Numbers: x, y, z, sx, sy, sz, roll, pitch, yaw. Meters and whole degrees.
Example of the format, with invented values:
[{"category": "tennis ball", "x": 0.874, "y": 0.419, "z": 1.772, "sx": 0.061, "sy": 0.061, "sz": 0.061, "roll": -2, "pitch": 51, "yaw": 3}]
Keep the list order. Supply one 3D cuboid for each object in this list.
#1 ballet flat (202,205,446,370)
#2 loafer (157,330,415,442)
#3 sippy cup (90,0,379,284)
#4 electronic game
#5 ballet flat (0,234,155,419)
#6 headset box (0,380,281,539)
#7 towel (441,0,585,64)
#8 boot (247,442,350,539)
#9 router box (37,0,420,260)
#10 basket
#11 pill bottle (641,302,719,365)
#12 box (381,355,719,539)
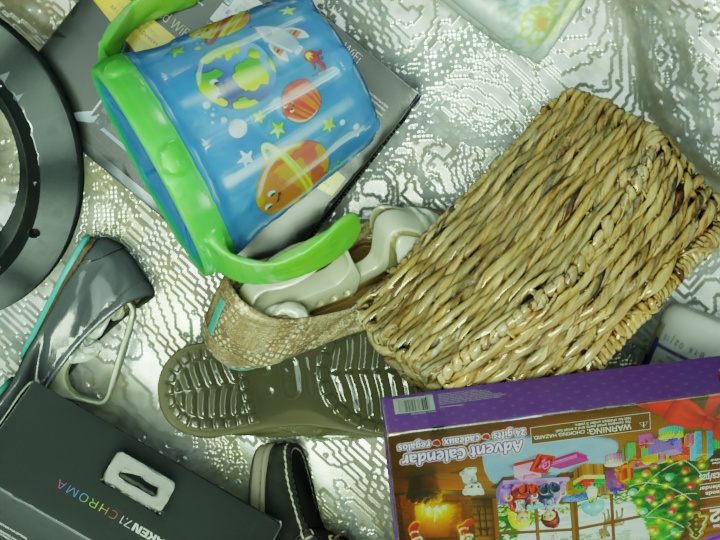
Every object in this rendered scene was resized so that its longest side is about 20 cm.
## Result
[{"category": "ballet flat", "x": 0.000, "y": 0.000, "z": 1.259, "sx": 0.199, "sy": 0.066, "sz": 0.071, "roll": -25, "pitch": 57, "yaw": -23}, {"category": "loafer", "x": -0.028, "y": 0.066, "z": 1.302, "sx": 0.198, "sy": 0.067, "sz": 0.077, "roll": 2, "pitch": 86, "yaw": -14}, {"category": "sippy cup", "x": -0.065, "y": -0.087, "z": 1.212, "sx": 0.130, "sy": 0.140, "sz": 0.179, "roll": -30, "pitch": 101, "yaw": -9}, {"category": "electronic game", "x": -0.259, "y": -0.067, "z": 1.291, "sx": 0.198, "sy": 0.042, "sz": 0.202, "roll": 5, "pitch": 107, "yaw": 17}, {"category": "ballet flat", "x": -0.191, "y": 0.074, "z": 1.305, "sx": 0.073, "sy": 0.073, "sz": 0.201, "roll": 34, "pitch": 92, "yaw": 0}, {"category": "headset box", "x": -0.164, "y": 0.186, "z": 1.250, "sx": 0.173, "sy": 0.093, "sz": 0.201, "roll": 29, "pitch": 127, "yaw": 0}, {"category": "towel", "x": 0.079, "y": -0.245, "z": 1.264, "sx": 0.199, "sy": 0.048, "sz": 0.172, "roll": 36, "pitch": 90, "yaw": -14}, {"category": "boot", "x": 0.018, "y": 0.181, "z": 1.267, "sx": 0.150, "sy": 0.073, "sz": 0.201, "roll": -19, "pitch": 64, "yaw": 14}, {"category": "router box", "x": -0.087, "y": -0.107, "z": 1.297, "sx": 0.200, "sy": 0.052, "sz": 0.158, "roll": 40, "pitch": 93, "yaw": -1}, {"category": "basket", "x": 0.125, "y": 0.022, "z": 1.222, "sx": 0.200, "sy": 0.143, "sz": 0.149, "roll": -45, "pitch": 121, "yaw": -6}, {"category": "pill bottle", "x": 0.199, "y": 0.132, "z": 1.269, "sx": 0.119, "sy": 0.120, "sz": 0.201, "roll": 23, "pitch": 94, "yaw": 0}, {"category": "box", "x": 0.116, "y": 0.123, "z": 1.161, "sx": 0.198, "sy": 0.039, "sz": 0.138, "roll": -7, "pitch": 120, "yaw": -1}]
